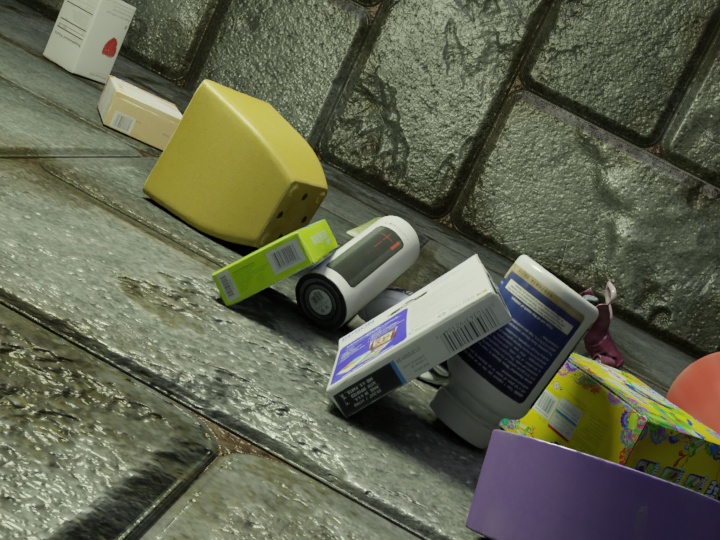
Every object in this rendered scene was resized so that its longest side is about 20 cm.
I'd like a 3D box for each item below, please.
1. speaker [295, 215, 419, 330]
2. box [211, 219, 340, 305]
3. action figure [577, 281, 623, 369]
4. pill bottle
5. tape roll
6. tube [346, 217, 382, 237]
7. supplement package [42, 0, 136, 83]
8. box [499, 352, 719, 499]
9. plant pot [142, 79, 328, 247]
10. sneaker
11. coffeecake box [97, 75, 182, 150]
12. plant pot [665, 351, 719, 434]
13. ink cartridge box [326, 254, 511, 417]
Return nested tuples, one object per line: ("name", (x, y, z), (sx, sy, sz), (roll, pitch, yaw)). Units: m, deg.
("speaker", (0.000, 0.000, 1.325), (0.080, 0.082, 0.200), (29, 37, 19))
("box", (-0.099, -0.013, 1.251), (0.048, 0.120, 0.200), (63, 10, -3))
("action figure", (0.451, 0.128, 1.896), (0.202, 0.147, 0.134), (58, 15, -11))
("pill bottle", (0.166, 0.094, 1.125), (0.110, 0.201, 0.111), (35, 6, -4))
("tape roll", (0.190, 0.202, 0.824), (0.197, 0.086, 0.200), (18, -10, 3))
("tube", (0.022, -0.076, 2.120), (0.057, 0.053, 0.200), (-14, 7, 12))
("supplement package", (-0.653, -0.576, 2.426), (0.119, 0.203, 0.121), (30, 11, 26))
("box", (0.312, 0.202, 1.219), (0.191, 0.124, 0.200), (20, 11, -34))
("plant pot", (-0.166, -0.135, 1.517), (0.199, 0.197, 0.193), (38, 13, 23))
("sneaker", (0.076, 0.085, 1.330), (0.198, 0.076, 0.115), (31, 8, 7))
("coffeecake box", (-0.441, -0.315, 2.022), (0.152, 0.074, 0.200), (22, 11, -24))
("plant pot", (0.573, 0.251, 1.515), (0.198, 0.202, 0.178), (25, 21, -8))
("ink cartridge box", (0.060, 0.065, 1.077), (0.044, 0.196, 0.200), (57, 8, -9))
